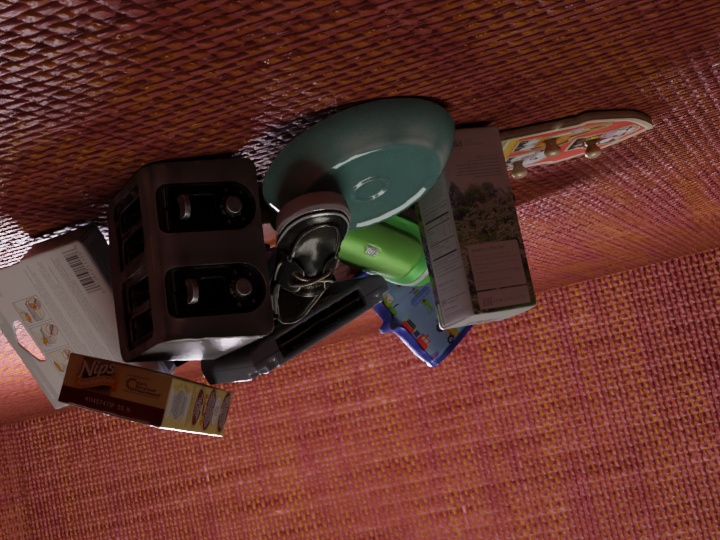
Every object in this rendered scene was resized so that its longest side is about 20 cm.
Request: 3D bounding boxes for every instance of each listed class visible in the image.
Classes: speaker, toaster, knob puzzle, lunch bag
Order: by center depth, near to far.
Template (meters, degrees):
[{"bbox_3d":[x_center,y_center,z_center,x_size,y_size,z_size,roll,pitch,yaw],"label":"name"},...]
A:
[{"bbox_3d":[-0.176,-0.006,1.235,0.118,0.182,0.200,-2,169,-26],"label":"toaster"},{"bbox_3d":[0.000,-0.046,1.345,0.199,0.089,0.088,21,153,-35],"label":"speaker"},{"bbox_3d":[0.248,-0.144,1.429,0.218,0.031,0.220,-12,172,-2],"label":"knob puzzle"},{"bbox_3d":[0.087,0.011,1.521,0.094,0.151,0.200,-23,-157,52],"label":"lunch bag"}]

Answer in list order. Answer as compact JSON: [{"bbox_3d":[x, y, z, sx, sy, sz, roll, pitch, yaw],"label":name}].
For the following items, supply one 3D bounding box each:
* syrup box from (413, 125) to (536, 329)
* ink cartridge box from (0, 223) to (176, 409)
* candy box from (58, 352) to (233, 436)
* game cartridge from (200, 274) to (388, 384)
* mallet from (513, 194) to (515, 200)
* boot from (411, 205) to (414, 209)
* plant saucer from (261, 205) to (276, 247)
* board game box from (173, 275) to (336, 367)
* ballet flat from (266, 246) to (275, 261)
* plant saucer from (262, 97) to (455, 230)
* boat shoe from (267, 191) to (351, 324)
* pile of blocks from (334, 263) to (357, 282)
[{"bbox_3d":[0.114,-0.047,1.290,0.078,0.201,0.081,-8,170,-25],"label":"syrup box"},{"bbox_3d":[-0.331,0.058,1.414,0.173,0.201,0.044,-15,-154,27],"label":"ink cartridge box"},{"bbox_3d":[-0.221,0.133,1.288,0.115,0.056,0.200,13,172,13],"label":"candy box"},{"bbox_3d":[-0.077,0.064,1.350,0.200,0.041,0.133,-31,-174,-35],"label":"game cartridge"},{"bbox_3d":[0.128,-0.065,1.673,0.199,0.066,0.041,-10,171,-21],"label":"mallet"},{"bbox_3d":[0.064,-0.085,1.406,0.097,0.075,0.200,-9,174,-42],"label":"boot"},{"bbox_3d":[-0.146,-0.037,1.517,0.199,0.032,0.200,-14,165,-4],"label":"plant saucer"},{"bbox_3d":[-0.128,0.042,1.399,0.199,0.035,0.135,-28,-176,-5],"label":"board game box"},{"bbox_3d":[-0.131,0.009,1.497,0.199,0.072,0.069,-12,158,-9],"label":"ballet flat"},{"bbox_3d":[0.005,-0.091,1.184,0.199,0.036,0.200,-17,154,-8],"label":"plant saucer"},{"bbox_3d":[-0.048,-0.008,1.186,0.072,0.071,0.200,-4,156,-13],"label":"boat shoe"},{"bbox_3d":[0.000,0.000,1.570,0.062,0.201,0.082,-22,123,40],"label":"pile of blocks"}]
